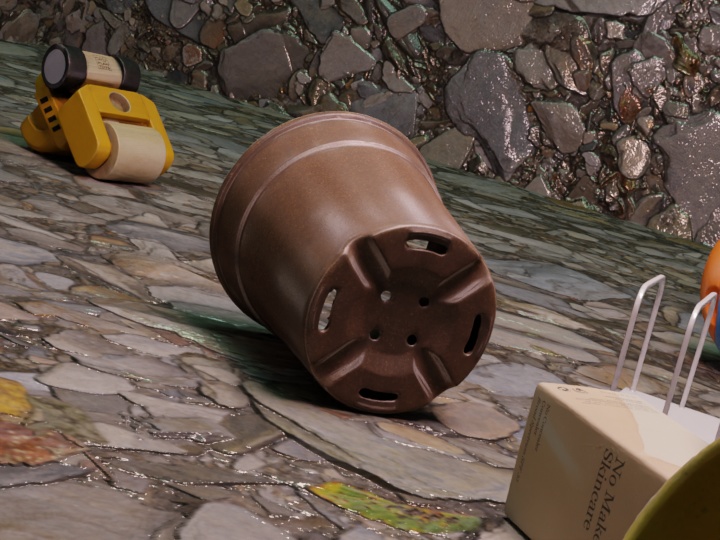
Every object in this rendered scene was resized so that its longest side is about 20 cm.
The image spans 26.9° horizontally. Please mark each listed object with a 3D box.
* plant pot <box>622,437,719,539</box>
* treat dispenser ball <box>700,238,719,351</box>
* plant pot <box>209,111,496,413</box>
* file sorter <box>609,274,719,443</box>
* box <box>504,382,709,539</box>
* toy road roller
[{"bbox_3d":[0.201,0.168,0.575,0.142,0.201,0.200,32,1,-28],"label":"plant pot"},{"bbox_3d":[0.471,0.027,1.633,0.200,0.202,0.201,14,10,-3],"label":"treat dispenser ball"},{"bbox_3d":[0.000,0.000,1.165,0.199,0.201,0.198,11,18,-22],"label":"plant pot"},{"bbox_3d":[0.317,0.095,1.256,0.199,0.125,0.139,19,11,18],"label":"file sorter"},{"bbox_3d":[0.167,0.142,0.868,0.077,0.095,0.200,10,10,-22],"label":"box"},{"bbox_3d":[-0.338,-0.174,1.874,0.123,0.146,0.201,4,52,-49],"label":"toy road roller"}]
